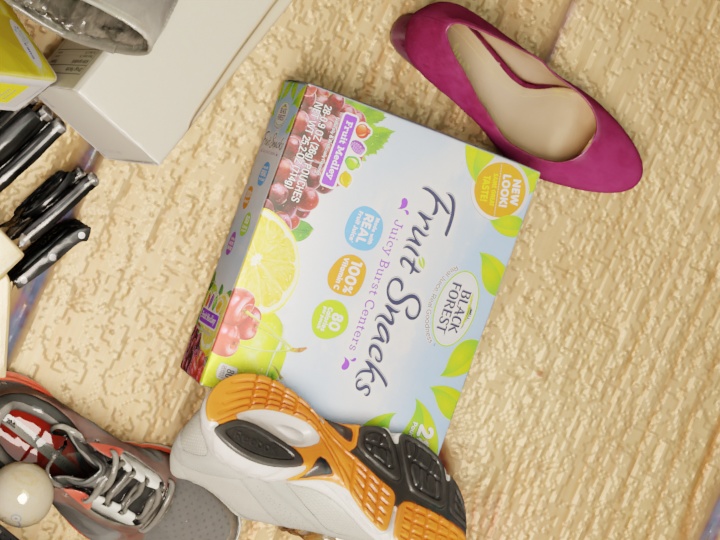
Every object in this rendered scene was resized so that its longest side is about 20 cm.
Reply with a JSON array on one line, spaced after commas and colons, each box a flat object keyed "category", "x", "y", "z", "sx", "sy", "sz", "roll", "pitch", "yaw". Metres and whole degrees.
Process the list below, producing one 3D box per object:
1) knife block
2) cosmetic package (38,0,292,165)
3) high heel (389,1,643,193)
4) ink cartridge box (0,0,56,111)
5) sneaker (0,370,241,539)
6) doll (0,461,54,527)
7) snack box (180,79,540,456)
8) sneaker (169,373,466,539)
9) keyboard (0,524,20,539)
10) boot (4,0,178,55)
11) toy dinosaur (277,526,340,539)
[{"category": "knife block", "x": -0.261, "y": -0.024, "z": 1.420, "sx": 0.200, "sy": 0.064, "sz": 0.176, "roll": 1, "pitch": 95, "yaw": -16}, {"category": "cosmetic package", "x": -0.101, "y": -0.163, "z": 1.418, "sx": 0.073, "sy": 0.104, "sz": 0.200, "roll": 42, "pitch": 79, "yaw": -22}, {"category": "high heel", "x": 0.110, "y": -0.103, "z": 1.501, "sx": 0.200, "sy": 0.096, "sz": 0.067, "roll": 27, "pitch": 88, "yaw": -17}, {"category": "ink cartridge box", "x": -0.275, "y": -0.179, "z": 1.300, "sx": 0.047, "sy": 0.200, "sz": 0.198, "roll": -35, "pitch": 81, "yaw": 15}, {"category": "sneaker", "x": -0.160, "y": 0.134, "z": 1.457, "sx": 0.200, "sy": 0.082, "sz": 0.077, "roll": 28, "pitch": 88, "yaw": -17}, {"category": "doll", "x": -0.281, "y": 0.116, "z": 1.407, "sx": 0.200, "sy": 0.137, "sz": 0.049, "roll": 11, "pitch": 51, "yaw": 0}, {"category": "snack box", "x": 0.000, "y": 0.000, "z": 1.496, "sx": 0.169, "sy": 0.068, "sz": 0.200, "roll": 20, "pitch": 92, "yaw": -18}, {"category": "sneaker", "x": -0.027, "y": 0.134, "z": 1.469, "sx": 0.200, "sy": 0.092, "sz": 0.076, "roll": 31, "pitch": 52, "yaw": -18}, {"category": "keyboard", "x": -0.206, "y": 0.230, "z": 1.430, "sx": 0.021, "sy": 0.127, "sz": 0.200, "roll": -33, "pitch": 138, "yaw": -32}, {"category": "boot", "x": -0.154, "y": -0.234, "z": 1.370, "sx": 0.182, "sy": 0.073, "sz": 0.200, "roll": 22, "pitch": 75, "yaw": 21}, {"category": "toy dinosaur", "x": 0.022, "y": 0.216, "z": 1.542, "sx": 0.106, "sy": 0.060, "sz": 0.200, "roll": -26, "pitch": 105, "yaw": 23}]
